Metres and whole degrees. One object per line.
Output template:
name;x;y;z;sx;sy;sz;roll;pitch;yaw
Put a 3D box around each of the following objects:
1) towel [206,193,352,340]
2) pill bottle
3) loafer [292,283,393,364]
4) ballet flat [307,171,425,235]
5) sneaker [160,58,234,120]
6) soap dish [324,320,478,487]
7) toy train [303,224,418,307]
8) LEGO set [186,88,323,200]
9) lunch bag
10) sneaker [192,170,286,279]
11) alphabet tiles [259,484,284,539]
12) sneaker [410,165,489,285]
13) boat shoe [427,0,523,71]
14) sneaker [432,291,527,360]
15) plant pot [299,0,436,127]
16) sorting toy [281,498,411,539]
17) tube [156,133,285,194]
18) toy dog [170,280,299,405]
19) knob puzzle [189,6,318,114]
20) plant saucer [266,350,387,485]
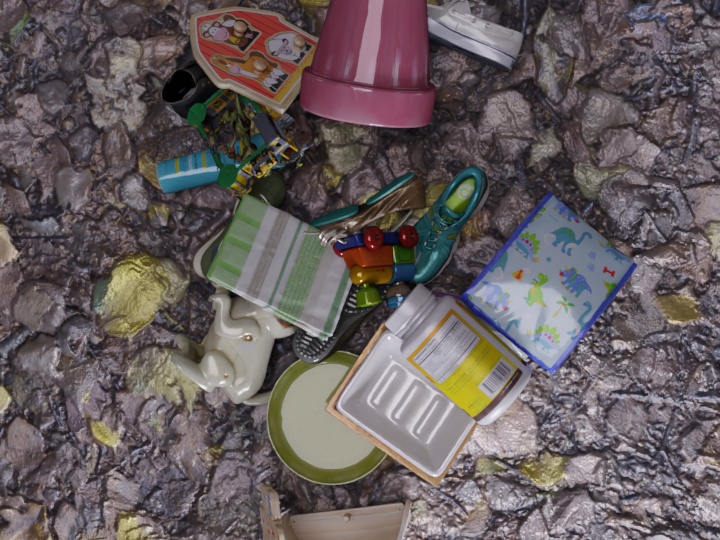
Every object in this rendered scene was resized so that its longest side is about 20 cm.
towel;-0.107;-0.005;1.420;0.199;0.031;0.150;28;63;-14
pill bottle;0.132;0.112;1.371;0.200;0.109;0.109;42;95;2
loafer;-0.028;0.065;1.483;0.075;0.070;0.200;43;70;13
ballet flat;0.012;-0.077;1.500;0.199;0.068;0.073;-26;105;4
sneaker;-0.216;-0.312;1.510;0.075;0.106;0.200;42;94;7
soap dish;0.071;0.194;1.449;0.199;0.081;0.158;35;83;-1
toy train;0.000;0.000;1.400;0.084;0.199;0.117;-13;83;47
LEGO set;-0.157;-0.195;1.483;0.154;0.116;0.200;-45;57;11
lunch bag;0.260;0.024;1.398;0.170;0.128;0.200;39;65;8
sneaker;-0.164;-0.063;1.482;0.067;0.090;0.201;45;75;-30
alphabet tiles;-0.122;0.419;1.446;0.014;0.196;0.202;-6;87;-14
sneaker;0.121;-0.071;1.467;0.077;0.080;0.201;31;94;8
boat shoe;0.150;-0.376;1.470;0.201;0.075;0.087;25;93;6
sneaker;0.158;0.090;1.460;0.199;0.075;0.100;16;90;9
plant pot;0.019;-0.313;1.405;0.198;0.200;0.180;12;109;9
sorting toy;-0.022;0.415;1.426;0.198;0.180;0.108;-8;93;6
tube;-0.216;-0.167;1.538;0.199;0.050;0.078;-14;64;7
toy dog;-0.162;0.094;1.483;0.194;0.140;0.200;42;95;-6
knob puzzle;-0.162;-0.336;1.463;0.218;0.031;0.221;9;52;-12
plant saucer;-0.043;0.222;1.499;0.198;0.031;0.202;0;86;-1
